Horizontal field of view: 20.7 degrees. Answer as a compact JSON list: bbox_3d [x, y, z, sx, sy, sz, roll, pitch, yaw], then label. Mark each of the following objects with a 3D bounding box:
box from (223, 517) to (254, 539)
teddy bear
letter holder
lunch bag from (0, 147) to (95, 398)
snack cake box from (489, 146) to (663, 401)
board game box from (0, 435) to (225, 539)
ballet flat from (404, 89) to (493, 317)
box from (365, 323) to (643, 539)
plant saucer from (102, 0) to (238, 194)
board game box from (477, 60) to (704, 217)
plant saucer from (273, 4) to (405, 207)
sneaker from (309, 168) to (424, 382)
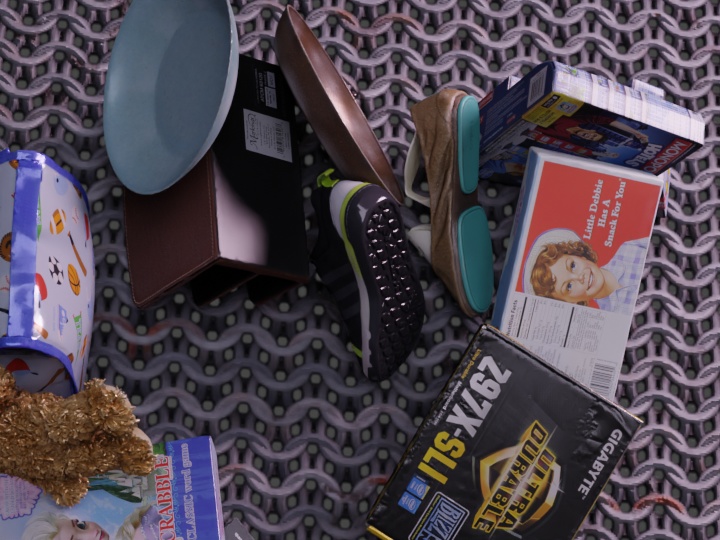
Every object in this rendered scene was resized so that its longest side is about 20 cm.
[{"bbox_3d":[-0.101,0.330,1.603,0.157,0.050,0.200,-37,80,-18],"label":"box"},{"bbox_3d":[-0.256,0.133,1.547,0.198,0.146,0.067,8,54,5],"label":"teddy bear"},{"bbox_3d":[-0.132,-0.070,1.719,0.100,0.142,0.202,12,62,-38],"label":"letter holder"},{"bbox_3d":[-0.278,0.013,1.605,0.122,0.200,0.172,2,72,-8],"label":"lunch bag"},{"bbox_3d":[0.182,0.004,1.705,0.114,0.067,0.202,12,98,-4],"label":"snack cake box"},{"bbox_3d":[-0.205,0.243,1.579,0.197,0.041,0.202,-10,58,0],"label":"board game box"},{"bbox_3d":[0.073,-0.059,1.745,0.072,0.068,0.202,0,102,31],"label":"ballet flat"},{"bbox_3d":[0.119,0.169,1.656,0.159,0.049,0.201,32,91,2],"label":"box"},{"bbox_3d":[-0.150,-0.160,1.654,0.038,0.200,0.203,11,67,-36],"label":"plant saucer"},{"bbox_3d":[0.215,-0.117,1.751,0.198,0.200,0.062,17,68,-18],"label":"board game box"},{"bbox_3d":[-0.023,-0.136,1.708,0.032,0.200,0.201,-31,77,7],"label":"plant saucer"},{"bbox_3d":[0.000,0.000,1.686,0.082,0.202,0.072,21,42,36],"label":"sneaker"}]
